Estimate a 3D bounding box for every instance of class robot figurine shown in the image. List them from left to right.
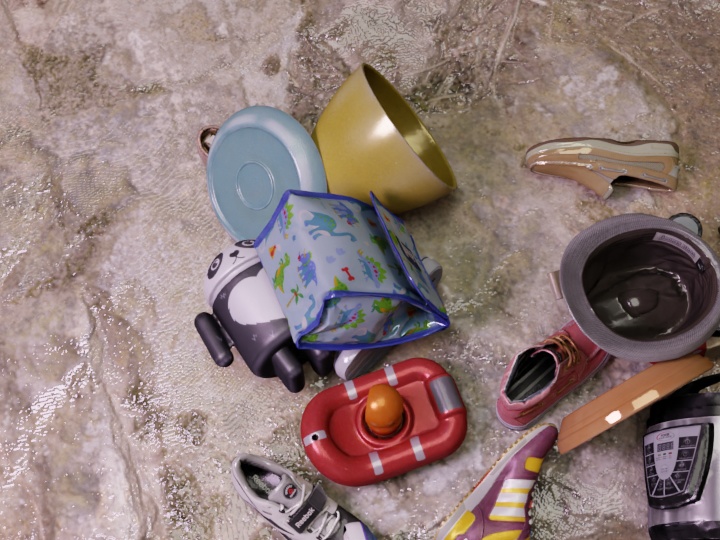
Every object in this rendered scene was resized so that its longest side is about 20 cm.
[{"bbox_3d":[-0.112,0.052,1.487,0.150,0.125,0.200,-9,56,-48],"label":"robot figurine"}]

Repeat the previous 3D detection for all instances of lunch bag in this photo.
[{"bbox_3d":[0.000,0.000,1.427,0.200,0.127,0.170,5,47,-36],"label":"lunch bag"}]

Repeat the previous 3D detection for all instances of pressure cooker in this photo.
[{"bbox_3d":[0.406,0.214,1.339,0.176,0.179,0.200,1,71,11],"label":"pressure cooker"}]

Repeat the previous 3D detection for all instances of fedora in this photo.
[{"bbox_3d":[0.311,0.030,1.354,0.200,0.090,0.177,-23,71,-16],"label":"fedora"}]

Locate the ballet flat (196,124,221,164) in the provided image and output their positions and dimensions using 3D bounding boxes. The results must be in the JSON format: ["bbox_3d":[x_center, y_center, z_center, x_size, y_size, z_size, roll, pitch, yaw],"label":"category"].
[{"bbox_3d":[-0.146,-0.131,1.602,0.200,0.067,0.068,32,74,17],"label":"ballet flat"}]

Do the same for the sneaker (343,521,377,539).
[{"bbox_3d":[0.078,0.360,1.354,0.146,0.081,0.200,-19,71,-14],"label":"sneaker"}]

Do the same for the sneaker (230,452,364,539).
[{"bbox_3d":[-0.075,0.282,1.407,0.200,0.089,0.074,29,71,15],"label":"sneaker"}]

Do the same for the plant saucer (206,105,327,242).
[{"bbox_3d":[-0.130,-0.111,1.540,0.200,0.200,0.027,43,34,20],"label":"plant saucer"}]

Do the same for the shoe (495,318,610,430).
[{"bbox_3d":[0.243,0.108,1.446,0.200,0.091,0.071,-42,69,-13],"label":"shoe"}]

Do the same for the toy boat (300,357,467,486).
[{"bbox_3d":[0.025,0.173,1.419,0.200,0.131,0.131,-20,66,-3],"label":"toy boat"}]

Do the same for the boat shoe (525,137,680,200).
[{"bbox_3d":[0.316,-0.129,1.558,0.200,0.072,0.076,0,78,6],"label":"boat shoe"}]

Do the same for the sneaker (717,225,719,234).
[{"bbox_3d":[0.491,0.019,1.478,0.079,0.074,0.200,-8,60,12],"label":"sneaker"}]

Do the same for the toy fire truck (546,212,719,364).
[{"bbox_3d":[0.337,0.034,1.453,0.200,0.129,0.176,-17,67,3],"label":"toy fire truck"}]

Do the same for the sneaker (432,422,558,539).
[{"bbox_3d":[0.178,0.270,1.400,0.090,0.075,0.200,42,83,12],"label":"sneaker"}]

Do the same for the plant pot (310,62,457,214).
[{"bbox_3d":[0.010,-0.145,1.543,0.142,0.200,0.200,-36,66,15],"label":"plant pot"}]

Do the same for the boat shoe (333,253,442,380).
[{"bbox_3d":[0.022,0.054,1.511,0.067,0.074,0.200,31,61,25],"label":"boat shoe"}]

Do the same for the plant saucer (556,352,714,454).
[{"bbox_3d":[0.307,0.146,1.363,0.200,0.200,0.037,-29,78,-7],"label":"plant saucer"}]
